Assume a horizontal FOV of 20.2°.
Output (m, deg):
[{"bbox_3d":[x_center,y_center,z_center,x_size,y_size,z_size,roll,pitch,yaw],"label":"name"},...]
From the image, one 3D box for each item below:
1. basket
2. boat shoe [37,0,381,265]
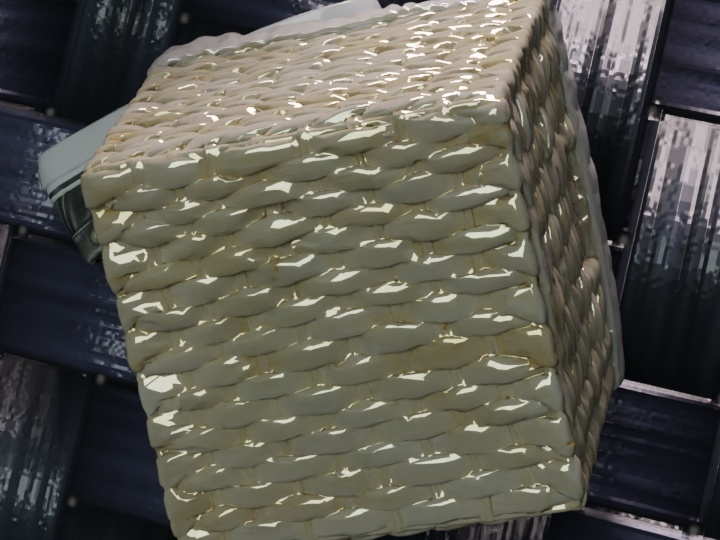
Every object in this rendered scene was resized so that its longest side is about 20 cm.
[{"bbox_3d":[0.000,0.000,0.884,0.198,0.161,0.200,-8,109,16],"label":"basket"},{"bbox_3d":[-0.065,-0.066,0.997,0.199,0.072,0.071,-28,86,22],"label":"boat shoe"}]
